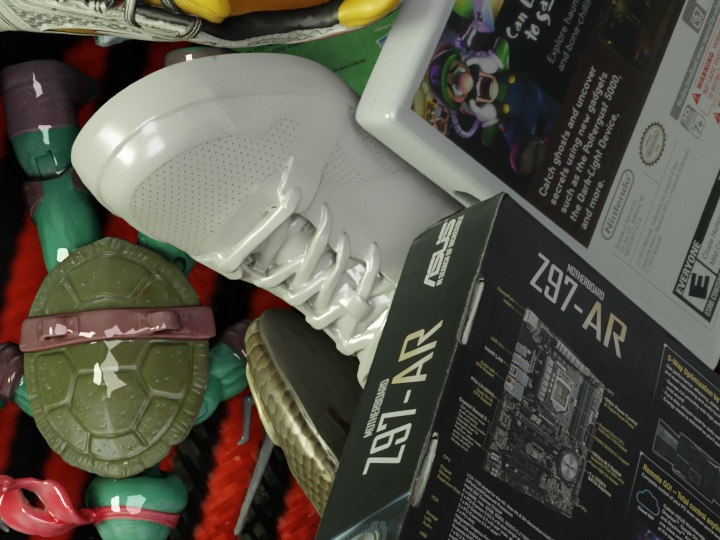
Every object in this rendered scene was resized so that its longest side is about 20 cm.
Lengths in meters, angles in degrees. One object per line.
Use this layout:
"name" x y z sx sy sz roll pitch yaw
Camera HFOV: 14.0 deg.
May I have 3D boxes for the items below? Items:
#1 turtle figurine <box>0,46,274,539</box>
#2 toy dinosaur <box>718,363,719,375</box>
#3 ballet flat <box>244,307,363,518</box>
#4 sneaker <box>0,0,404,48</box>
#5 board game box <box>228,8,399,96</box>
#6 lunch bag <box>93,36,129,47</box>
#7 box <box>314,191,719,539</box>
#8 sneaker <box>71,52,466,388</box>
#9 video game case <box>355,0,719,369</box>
"turtle figurine" -0.079 0.026 1.026 0.149 0.101 0.201 0 81 -6
"toy dinosaur" 0.213 0.090 1.063 0.181 0.200 0.105 31 60 35
"ballet flat" 0.016 0.103 0.988 0.046 0.067 0.200 -38 84 28
"sneaker" -0.075 -0.110 0.928 0.199 0.082 0.078 -1 101 -15
"board game box" 0.037 -0.127 1.083 0.199 0.023 0.105 -19 89 -7
"lunch bag" -0.053 -0.196 1.020 0.169 0.127 0.201 -22 83 -8
"box" 0.080 0.097 0.923 0.200 0.043 0.161 38 49 -26
"sneaker" 0.000 0.000 0.964 0.074 0.200 0.116 -45 57 25
"video game case" 0.097 -0.093 1.025 0.182 0.023 0.201 36 69 -36
